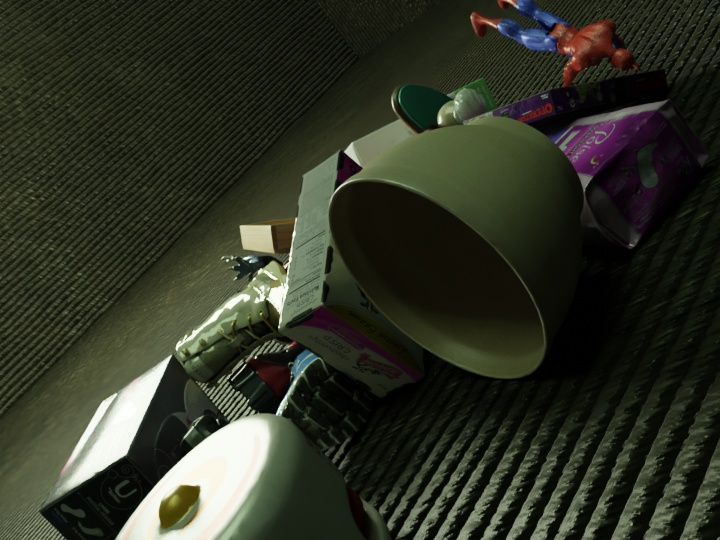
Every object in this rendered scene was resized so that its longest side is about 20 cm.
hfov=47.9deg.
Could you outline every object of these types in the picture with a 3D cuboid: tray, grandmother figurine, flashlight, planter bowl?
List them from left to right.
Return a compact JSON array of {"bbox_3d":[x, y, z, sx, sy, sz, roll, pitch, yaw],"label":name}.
[{"bbox_3d":[-0.085,-0.046,1.024,0.098,0.038,0.200,-9,7,-18],"label":"tray"},{"bbox_3d":[-0.061,0.079,0.937,0.200,0.068,0.068,-46,14,-10],"label":"flashlight"},{"bbox_3d":[0.056,-0.124,0.888,0.199,0.061,0.121,-40,13,5],"label":"grandmother figurine"},{"bbox_3d":[0.091,-0.034,0.636,0.135,0.201,0.200,-48,18,-25],"label":"planter bowl"}]

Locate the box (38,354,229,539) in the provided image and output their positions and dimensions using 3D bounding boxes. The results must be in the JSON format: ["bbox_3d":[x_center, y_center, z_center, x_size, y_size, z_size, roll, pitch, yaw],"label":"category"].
[{"bbox_3d":[-0.216,0.206,0.845,0.114,0.133,0.200,-33,18,13],"label":"box"}]

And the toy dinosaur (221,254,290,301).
[{"bbox_3d":[-0.117,0.024,1.144,0.198,0.106,0.181,-5,1,30],"label":"toy dinosaur"}]

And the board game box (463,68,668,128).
[{"bbox_3d":[0.217,-0.173,0.850,0.199,0.033,0.119,-18,9,-36],"label":"board game box"}]

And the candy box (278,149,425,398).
[{"bbox_3d":[0.000,0.000,0.779,0.061,0.136,0.202,-30,39,34],"label":"candy box"}]

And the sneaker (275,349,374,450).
[{"bbox_3d":[-0.032,0.113,0.789,0.089,0.079,0.200,-38,7,36],"label":"sneaker"}]

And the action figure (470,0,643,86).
[{"bbox_3d":[0.216,-0.234,0.860,0.065,0.099,0.200,-51,44,0],"label":"action figure"}]

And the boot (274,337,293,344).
[{"bbox_3d":[-0.046,0.008,1.052,0.201,0.072,0.090,-56,3,-18],"label":"boot"}]

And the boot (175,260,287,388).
[{"bbox_3d":[-0.122,0.069,0.880,0.154,0.072,0.200,-38,19,-6],"label":"boot"}]

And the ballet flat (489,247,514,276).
[{"bbox_3d":[0.110,-0.014,0.800,0.200,0.067,0.064,-176,104,-71],"label":"ballet flat"}]

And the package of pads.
[{"bbox_3d":[0.200,-0.083,0.741,0.121,0.076,0.200,-47,17,-10],"label":"package of pads"}]

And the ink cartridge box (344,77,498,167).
[{"bbox_3d":[0.077,-0.162,1.084,0.199,0.085,0.145,-28,2,-10],"label":"ink cartridge box"}]

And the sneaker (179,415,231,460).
[{"bbox_3d":[-0.120,0.183,0.732,0.070,0.100,0.200,-45,20,-13],"label":"sneaker"}]

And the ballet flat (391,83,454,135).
[{"bbox_3d":[0.114,-0.162,0.977,0.067,0.198,0.069,-27,48,62],"label":"ballet flat"}]

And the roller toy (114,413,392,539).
[{"bbox_3d":[-0.080,0.194,0.545,0.182,0.140,0.201,-27,21,38],"label":"roller toy"}]
